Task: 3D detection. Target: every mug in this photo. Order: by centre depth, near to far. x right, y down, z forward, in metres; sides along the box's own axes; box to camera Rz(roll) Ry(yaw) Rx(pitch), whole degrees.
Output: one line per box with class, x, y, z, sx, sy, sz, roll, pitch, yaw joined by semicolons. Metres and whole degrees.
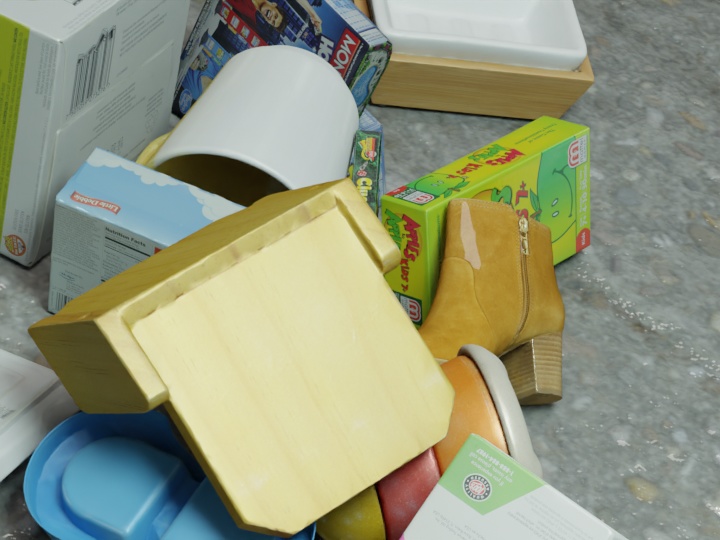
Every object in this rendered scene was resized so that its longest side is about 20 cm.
mug;-0.089;-0.091;1.848;0.186;0.150;0.154;14;50;11

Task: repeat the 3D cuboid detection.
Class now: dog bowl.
dog bowl;-0.119;0.161;1.581;0.199;0.050;0.112;21;55;23

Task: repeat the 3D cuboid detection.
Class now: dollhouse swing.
dollhouse swing;-0.069;0.064;1.609;0.200;0.176;0.182;-31;10;-25

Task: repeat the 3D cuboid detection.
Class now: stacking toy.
stacking toy;0.011;0.139;1.640;0.199;0.147;0.146;-14;42;-10

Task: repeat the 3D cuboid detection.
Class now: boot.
boot;0.068;0.018;1.774;0.201;0.071;0.145;9;68;-42

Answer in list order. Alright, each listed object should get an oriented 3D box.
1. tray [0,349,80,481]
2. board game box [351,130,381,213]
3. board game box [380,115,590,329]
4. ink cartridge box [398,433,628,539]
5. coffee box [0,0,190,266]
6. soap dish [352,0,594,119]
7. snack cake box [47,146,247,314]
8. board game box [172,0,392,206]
tray;-0.261;0.093;1.641;0.107;0.022;0.200;22;23;10
board game box;0.000;0.000;1.804;0.023;0.105;0.201;1;42;3
board game box;0.099;-0.037;1.894;0.047;0.102;0.200;18;32;37
ink cartridge box;0.066;0.218;1.528;0.117;0.200;0.067;34;-1;26
coffee box;-0.265;-0.165;1.870;0.197;0.201;0.200;25;37;16
soap dish;0.089;-0.200;2.134;0.199;0.082;0.158;5;37;-12
snack cake box;-0.118;0.006;1.758;0.199;0.115;0.067;22;44;11
board game box;-0.044;-0.146;1.959;0.200;0.200;0.062;45;44;16
